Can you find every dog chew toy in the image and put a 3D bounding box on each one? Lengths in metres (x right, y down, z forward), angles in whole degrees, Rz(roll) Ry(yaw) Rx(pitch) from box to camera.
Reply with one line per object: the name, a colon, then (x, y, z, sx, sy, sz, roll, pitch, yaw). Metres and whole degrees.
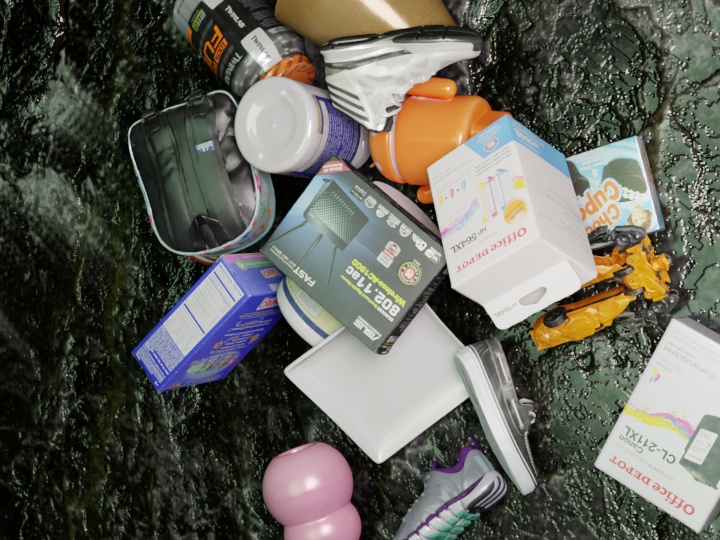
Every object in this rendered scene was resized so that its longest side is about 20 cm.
dog chew toy: (-0.055, 0.336, 1.612, 0.123, 0.124, 0.203, -19, 88, 26)

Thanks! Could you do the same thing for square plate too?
square plate: (0.037, 0.128, 1.541, 0.197, 0.029, 0.200, -38, 116, 11)

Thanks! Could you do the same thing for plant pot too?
plant pot: (0.022, -0.335, 1.553, 0.200, 0.186, 0.187, 40, 108, 4)

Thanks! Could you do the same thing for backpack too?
backpack: (-0.202, -0.119, 1.606, 0.175, 0.150, 0.203, -18, 80, 13)

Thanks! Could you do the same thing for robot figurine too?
robot figurine: (0.096, -0.164, 1.532, 0.198, 0.144, 0.118, 6, 68, 27)
robot figurine: (0.280, 0.017, 1.446, 0.198, 0.058, 0.146, -23, 112, 26)

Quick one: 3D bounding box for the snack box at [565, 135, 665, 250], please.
snack box: (0.264, -0.079, 1.485, 0.198, 0.037, 0.118, -17, 82, 27)

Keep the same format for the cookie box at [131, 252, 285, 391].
cookie box: (-0.189, 0.068, 1.653, 0.200, 0.171, 0.075, -45, 74, 20)

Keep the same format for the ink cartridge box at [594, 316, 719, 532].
ink cartridge box: (0.385, 0.177, 1.395, 0.145, 0.083, 0.202, 31, 103, 24)

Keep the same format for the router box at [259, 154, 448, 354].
router box: (-0.001, -0.020, 1.451, 0.199, 0.062, 0.150, 40, 100, 14)

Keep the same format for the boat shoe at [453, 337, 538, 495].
boat shoe: (0.187, 0.180, 1.506, 0.070, 0.072, 0.202, -24, 94, -7)

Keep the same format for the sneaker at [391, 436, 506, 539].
sneaker: (0.097, 0.305, 1.567, 0.199, 0.074, 0.088, -40, 56, 14)

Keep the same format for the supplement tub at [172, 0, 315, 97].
supplement tub: (-0.159, -0.315, 1.663, 0.123, 0.122, 0.200, -48, 69, 19)

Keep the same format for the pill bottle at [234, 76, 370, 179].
pill bottle: (-0.064, -0.180, 1.569, 0.118, 0.199, 0.122, 0, 89, 28)

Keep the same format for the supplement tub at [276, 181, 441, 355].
supplement tub: (0.000, 0.000, 1.565, 0.145, 0.144, 0.200, 47, 110, 20)

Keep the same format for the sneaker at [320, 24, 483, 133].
sneaker: (0.055, -0.232, 1.472, 0.197, 0.076, 0.117, -4, 112, 11)

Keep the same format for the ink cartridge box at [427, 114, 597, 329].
ink cartridge box: (0.176, -0.048, 1.396, 0.128, 0.125, 0.202, -32, 50, 30)

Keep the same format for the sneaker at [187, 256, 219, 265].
sneaker: (-0.250, -0.097, 1.738, 0.115, 0.078, 0.201, -38, 72, 21)
